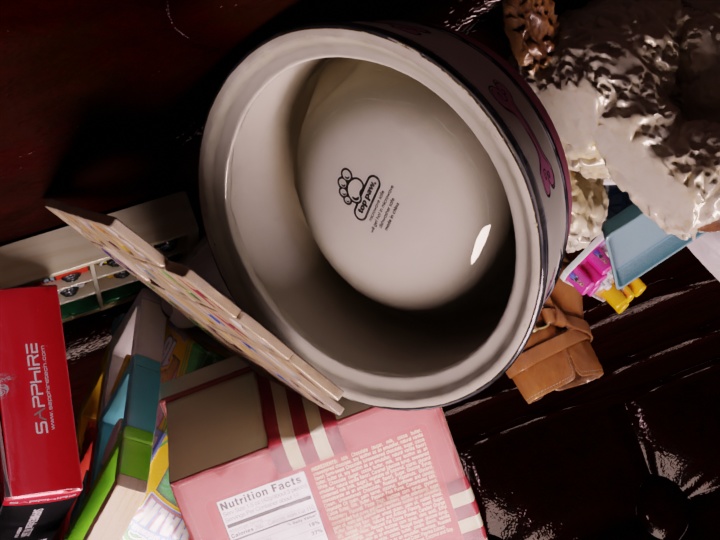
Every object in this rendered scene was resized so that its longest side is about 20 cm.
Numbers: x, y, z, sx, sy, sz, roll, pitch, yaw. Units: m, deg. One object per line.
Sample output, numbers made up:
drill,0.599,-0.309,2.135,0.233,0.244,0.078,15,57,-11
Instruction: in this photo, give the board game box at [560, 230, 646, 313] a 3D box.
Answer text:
board game box,0.262,-0.047,1.325,0.200,0.026,0.200,-45,163,9

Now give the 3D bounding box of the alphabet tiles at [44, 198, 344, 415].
alphabet tiles,-0.080,0.021,0.830,0.008,0.167,0.200,-53,-159,-9

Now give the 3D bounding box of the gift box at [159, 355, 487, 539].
gift box,-0.022,0.148,0.973,0.183,0.201,0.187,-16,-162,-3

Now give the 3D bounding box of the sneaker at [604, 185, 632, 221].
sneaker,0.142,-0.063,1.170,0.198,0.078,0.085,-12,178,0

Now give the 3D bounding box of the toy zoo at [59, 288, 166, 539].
toy zoo,-0.160,0.104,1.026,0.020,0.201,0.132,19,128,-17

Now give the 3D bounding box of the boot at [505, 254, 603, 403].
boot,0.108,0.040,1.325,0.199,0.156,0.077,-10,165,-38

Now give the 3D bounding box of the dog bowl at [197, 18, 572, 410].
dog bowl,0.018,-0.035,0.800,0.200,0.201,0.074,-30,-176,40

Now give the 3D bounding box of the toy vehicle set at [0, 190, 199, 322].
toy vehicle set,-0.200,0.008,1.002,0.199,0.027,0.124,-18,168,-9

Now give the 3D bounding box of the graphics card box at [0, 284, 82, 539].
graphics card box,-0.214,0.097,0.995,0.050,0.126,0.200,-5,163,-19

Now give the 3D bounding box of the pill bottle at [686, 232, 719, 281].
pill bottle,0.346,-0.071,1.220,0.200,0.112,0.112,-45,166,1

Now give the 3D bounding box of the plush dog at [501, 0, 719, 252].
plush dog,0.162,-0.111,0.875,0.171,0.161,0.199,-33,-167,-33

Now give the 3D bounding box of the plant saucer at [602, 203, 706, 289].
plant saucer,0.256,-0.062,1.133,0.199,0.019,0.070,-32,144,-5

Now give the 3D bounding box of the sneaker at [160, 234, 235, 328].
sneaker,-0.034,-0.005,1.013,0.199,0.087,0.075,-24,163,-28

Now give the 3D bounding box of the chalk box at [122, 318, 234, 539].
chalk box,-0.123,0.150,1.114,0.124,0.201,0.124,27,-178,-29

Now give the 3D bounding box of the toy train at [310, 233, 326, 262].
toy train,0.025,-0.043,0.965,0.199,0.086,0.114,-18,-147,-37

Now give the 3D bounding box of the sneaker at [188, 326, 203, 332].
sneaker,-0.053,0.030,1.133,0.075,0.088,0.200,-20,176,33

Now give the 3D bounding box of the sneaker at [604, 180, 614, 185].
sneaker,0.236,-0.105,1.094,0.199,0.074,0.082,-21,163,7
